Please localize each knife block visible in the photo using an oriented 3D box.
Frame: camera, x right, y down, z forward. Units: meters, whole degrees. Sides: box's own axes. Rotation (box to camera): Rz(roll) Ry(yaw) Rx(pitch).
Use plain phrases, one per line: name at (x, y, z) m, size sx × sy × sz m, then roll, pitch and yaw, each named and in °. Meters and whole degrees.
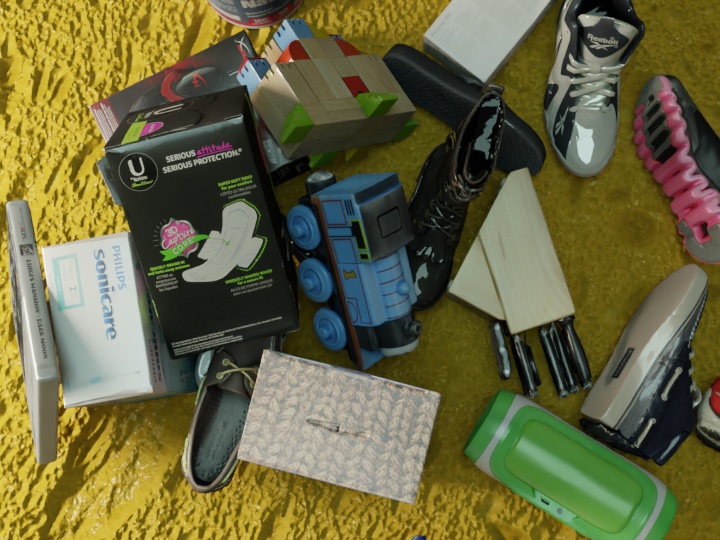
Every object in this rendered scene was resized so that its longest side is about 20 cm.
knife block at (0.183, 0.022, 1.062) m, size 0.175 × 0.064 × 0.201 m, roll 27°, pitch 86°, yaw 5°

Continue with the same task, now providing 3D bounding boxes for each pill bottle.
pill bottle at (-0.117, -0.327, 1.045) m, size 0.119 × 0.200 × 0.120 m, roll 0°, pitch 84°, yaw 3°

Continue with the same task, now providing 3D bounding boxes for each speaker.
speaker at (0.204, 0.199, 1.032) m, size 0.200 × 0.088 × 0.089 m, roll 31°, pitch 86°, yaw 6°

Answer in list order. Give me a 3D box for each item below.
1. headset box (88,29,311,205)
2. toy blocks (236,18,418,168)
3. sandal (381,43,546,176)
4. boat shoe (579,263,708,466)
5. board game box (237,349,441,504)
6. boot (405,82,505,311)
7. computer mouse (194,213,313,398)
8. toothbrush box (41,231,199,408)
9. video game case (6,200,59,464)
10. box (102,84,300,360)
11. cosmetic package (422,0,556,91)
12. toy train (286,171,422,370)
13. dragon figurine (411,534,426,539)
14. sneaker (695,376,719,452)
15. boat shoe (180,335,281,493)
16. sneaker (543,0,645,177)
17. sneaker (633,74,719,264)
headset box at (-0.172, -0.132, 1.090) m, size 0.199 × 0.075 × 0.149 m, roll -26°, pitch 84°, yaw 0°
toy blocks at (-0.041, -0.188, 1.047) m, size 0.100 × 0.200 × 0.137 m, roll -46°, pitch 70°, yaw 40°
sandal at (0.112, -0.173, 1.084) m, size 0.200 × 0.076 × 0.043 m, roll 38°, pitch 64°, yaw 5°
boat shoe at (0.306, 0.098, 1.053) m, size 0.093 × 0.075 × 0.200 m, roll 36°, pitch 85°, yaw -12°
board game box at (-0.013, 0.142, 0.991) m, size 0.159 × 0.200 × 0.097 m, roll 14°, pitch 85°, yaw 5°
boot at (0.083, -0.066, 1.013) m, size 0.069 × 0.174 × 0.201 m, roll 15°, pitch 80°, yaw -6°
computer mouse at (-0.105, 0.043, 1.085) m, size 0.109 × 0.044 × 0.200 m, roll 31°, pitch 83°, yaw -6°
toothbrush box at (-0.221, 0.052, 1.011) m, size 0.085 × 0.200 × 0.147 m, roll -10°, pitch 85°, yaw 2°
video game case at (-0.309, 0.063, 0.998) m, size 0.023 × 0.200 × 0.182 m, roll -8°, pitch 62°, yaw -21°
box at (-0.137, -0.048, 0.961) m, size 0.124 × 0.149 × 0.201 m, roll -13°, pitch 111°, yaw 0°
cosmetic package at (0.158, -0.290, 1.102) m, size 0.082 × 0.051 × 0.200 m, roll 39°, pitch 87°, yaw 4°
toy train at (0.000, 0.000, 1.022) m, size 0.087 × 0.114 × 0.201 m, roll -27°, pitch 110°, yaw -40°
dragon figurine at (-0.002, 0.320, 1.022) m, size 0.200 × 0.099 × 0.059 m, roll -35°, pitch 83°, yaw -1°
sneaker at (0.432, 0.158, 1.032) m, size 0.199 × 0.077 × 0.085 m, roll 21°, pitch 75°, yaw 2°
boat shoe at (-0.123, 0.119, 1.025) m, size 0.072 × 0.060 × 0.201 m, roll 20°, pitch 84°, yaw -7°
sneaker at (0.231, -0.200, 1.049) m, size 0.079 × 0.130 × 0.200 m, roll 9°, pitch 85°, yaw 5°
sneaker at (0.350, -0.109, 1.073) m, size 0.095 × 0.079 × 0.201 m, roll -19°, pitch 84°, yaw -21°
